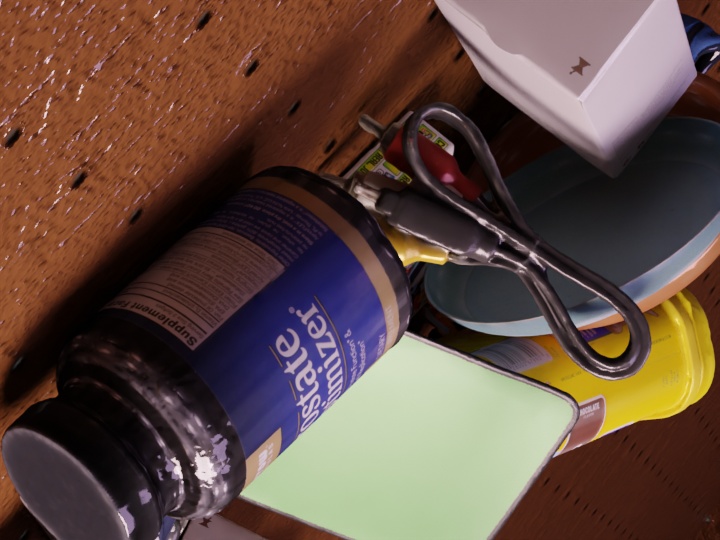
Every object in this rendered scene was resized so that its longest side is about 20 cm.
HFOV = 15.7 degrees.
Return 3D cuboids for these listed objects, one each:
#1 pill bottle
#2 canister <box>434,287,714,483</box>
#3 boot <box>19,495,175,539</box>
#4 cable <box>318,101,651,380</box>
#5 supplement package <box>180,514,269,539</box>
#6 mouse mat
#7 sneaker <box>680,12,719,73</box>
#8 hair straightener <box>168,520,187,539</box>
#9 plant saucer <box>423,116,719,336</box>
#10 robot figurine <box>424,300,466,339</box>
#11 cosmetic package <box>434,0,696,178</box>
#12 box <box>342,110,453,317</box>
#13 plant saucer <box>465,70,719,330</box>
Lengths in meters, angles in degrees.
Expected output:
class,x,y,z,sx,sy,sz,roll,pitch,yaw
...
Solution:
class,x,y,z,sx,sy,sz,roll,pitch,yaw
pill bottle,-0.075,0.048,1.265,0.200,0.112,0.112,-43,163,-31
canister,0.103,0.071,1.620,0.148,0.087,0.199,-7,-173,44
boot,-0.118,0.134,1.410,0.090,0.073,0.200,-42,163,-13
cable,0.074,-0.020,1.400,0.098,0.199,0.050,-63,-173,2
supplement package,-0.099,0.267,1.659,0.110,0.113,0.201,-64,178,-48
mouse mat,0.006,0.095,1.496,0.161,0.199,0.008,-58,-164,34
sneaker,0.180,-0.079,1.690,0.066,0.078,0.201,74,38,-67
hair straightener,-0.153,0.204,1.571,0.201,0.041,0.077,-62,-178,17
plant saucer,0.131,-0.021,1.500,0.200,0.199,0.028,-43,119,-29
robot figurine,0.095,0.000,1.766,0.145,0.058,0.200,-50,165,3
cosmetic package,0.114,-0.129,1.431,0.085,0.107,0.200,-51,167,-2
box,0.000,0.000,1.528,0.110,0.035,0.200,-46,164,-21
plant saucer,0.150,-0.040,1.587,0.200,0.200,0.038,-48,132,-13
